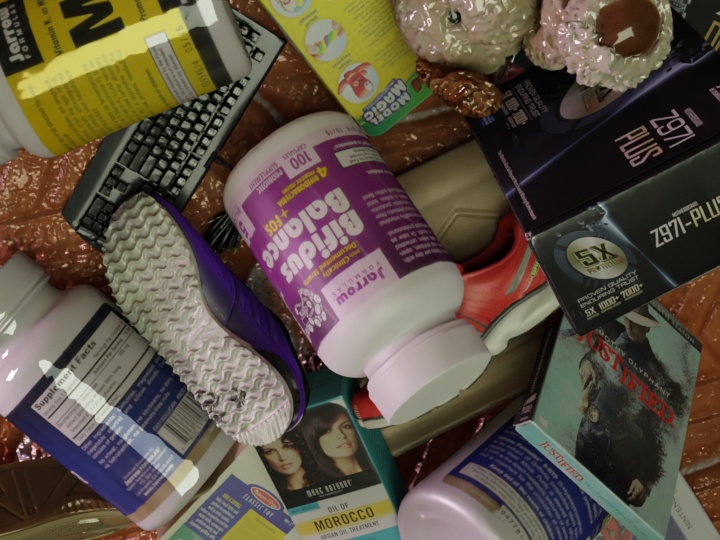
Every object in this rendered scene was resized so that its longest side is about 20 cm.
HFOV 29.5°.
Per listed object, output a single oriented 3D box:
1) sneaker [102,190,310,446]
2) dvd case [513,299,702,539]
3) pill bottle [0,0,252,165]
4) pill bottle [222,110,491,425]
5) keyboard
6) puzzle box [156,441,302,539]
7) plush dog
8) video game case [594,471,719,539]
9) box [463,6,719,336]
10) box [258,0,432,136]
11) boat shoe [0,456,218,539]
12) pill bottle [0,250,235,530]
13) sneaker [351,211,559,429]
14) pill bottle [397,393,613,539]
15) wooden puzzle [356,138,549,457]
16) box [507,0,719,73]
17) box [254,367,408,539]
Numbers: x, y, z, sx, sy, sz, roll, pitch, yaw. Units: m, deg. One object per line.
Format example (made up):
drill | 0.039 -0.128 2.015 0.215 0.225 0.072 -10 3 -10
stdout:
sneaker | -0.104 0.033 0.975 0.069 0.099 0.201 -37 81 18
dvd case | 0.192 0.085 1.031 0.146 0.200 0.022 42 134 -17
pill bottle | -0.181 -0.142 0.883 0.199 0.114 0.115 -23 116 1
pill bottle | 0.000 0.000 0.930 0.112 0.112 0.200 -35 73 3
keyboard | -0.114 -0.084 0.978 0.127 0.021 0.200 28 104 -22
puzzle box | -0.049 0.218 1.116 0.200 0.025 0.133 41 99 -24
plush dog | 0.102 -0.193 0.889 0.171 0.160 0.201 -12 85 10
video game case | 0.196 0.234 1.183 0.200 0.023 0.182 -35 115 2
box | 0.172 -0.074 0.898 0.163 0.200 0.086 -27 121 7
box | -0.008 -0.199 0.942 0.117 0.048 0.200 -38 113 3
boat shoe | -0.208 0.169 1.042 0.199 0.072 0.065 -8 149 -19
pill bottle | -0.190 0.081 0.967 0.200 0.111 0.111 41 98 -9
sneaker | 0.062 0.032 1.000 0.200 0.077 0.085 -41 106 -7
pill bottle | 0.134 0.162 1.045 0.200 0.119 0.120 -35 121 -34
wooden puzzle | 0.054 0.020 1.051 0.185 0.046 0.201 -26 111 -2
box | 0.220 -0.189 0.998 0.199 0.050 0.158 22 106 -20
box | -0.012 0.172 1.053 0.082 0.049 0.201 -18 116 13
